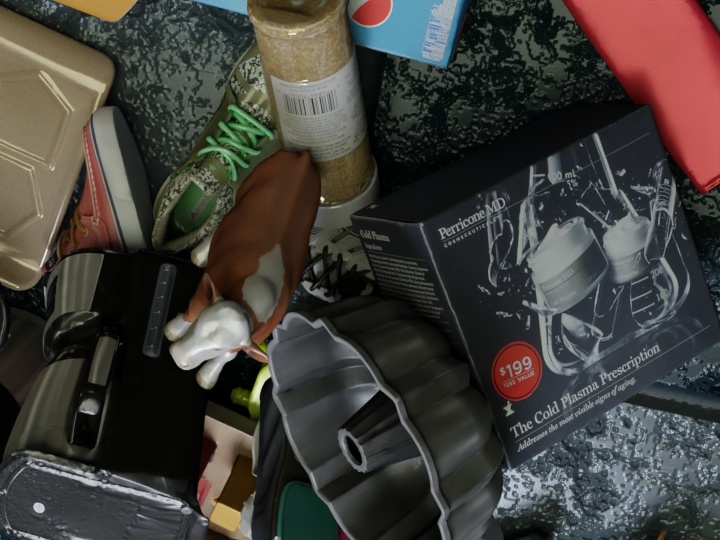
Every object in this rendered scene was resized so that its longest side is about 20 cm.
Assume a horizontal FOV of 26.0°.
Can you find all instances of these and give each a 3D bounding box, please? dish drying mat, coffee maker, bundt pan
[{"bbox_3d":[0.216,-0.154,1.103,0.077,0.018,0.200,-34,100,18],"label":"dish drying mat"},{"bbox_3d":[-0.150,0.102,1.104,0.192,0.200,0.135,34,132,-26],"label":"coffee maker"},{"bbox_3d":[0.023,0.102,1.037,0.076,0.202,0.202,-28,107,-25],"label":"bundt pan"}]

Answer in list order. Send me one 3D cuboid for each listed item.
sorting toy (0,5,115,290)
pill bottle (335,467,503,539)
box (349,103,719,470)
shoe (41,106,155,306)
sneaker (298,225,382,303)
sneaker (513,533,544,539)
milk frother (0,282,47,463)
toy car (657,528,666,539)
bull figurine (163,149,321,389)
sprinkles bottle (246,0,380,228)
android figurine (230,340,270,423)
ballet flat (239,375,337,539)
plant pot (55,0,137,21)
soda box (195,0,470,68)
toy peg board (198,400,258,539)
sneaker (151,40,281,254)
[{"bbox_3d":[-0.301,-0.108,1.204,0.185,0.036,0.200,25,107,0],"label":"sorting toy"},{"bbox_3d":[0.004,0.240,1.174,0.114,0.114,0.200,38,102,-5],"label":"pill bottle"},{"bbox_3d":[0.124,0.006,1.077,0.200,0.104,0.183,-28,106,-23],"label":"box"},{"bbox_3d":[-0.203,-0.023,1.189,0.091,0.072,0.201,-9,114,4],"label":"shoe"},{"bbox_3d":[0.000,0.000,1.154,0.199,0.088,0.076,15,112,1],"label":"sneaker"},{"bbox_3d":[0.056,0.248,1.243,0.200,0.079,0.096,-27,101,18],"label":"sneaker"},{"bbox_3d":[-0.289,0.069,1.180,0.200,0.188,0.181,-36,101,19],"label":"milk frother"},{"bbox_3d":[0.224,0.301,1.195,0.184,0.177,0.201,-2,97,23],"label":"toy car"},{"bbox_3d":[-0.079,0.006,1.034,0.065,0.200,0.121,35,139,-13],"label":"bull figurine"},{"bbox_3d":[-0.030,-0.116,1.083,0.068,0.068,0.200,1,142,9],"label":"sprinkles bottle"},{"bbox_3d":[-0.003,0.115,1.225,0.199,0.041,0.183,20,112,2],"label":"android figurine"},{"bbox_3d":[-0.053,0.157,1.143,0.073,0.201,0.073,1,153,1],"label":"ballet flat"},{"bbox_3d":[-0.211,-0.270,1.054,0.183,0.200,0.200,33,113,-19],"label":"plant pot"},{"bbox_3d":[-0.022,-0.204,1.099,0.199,0.068,0.064,16,112,4],"label":"soda box"},{"bbox_3d":[-0.135,0.211,1.228,0.199,0.098,0.200,25,127,1],"label":"toy peg board"},{"bbox_3d":[-0.093,-0.083,1.144,0.077,0.089,0.200,31,112,-2],"label":"sneaker"}]
